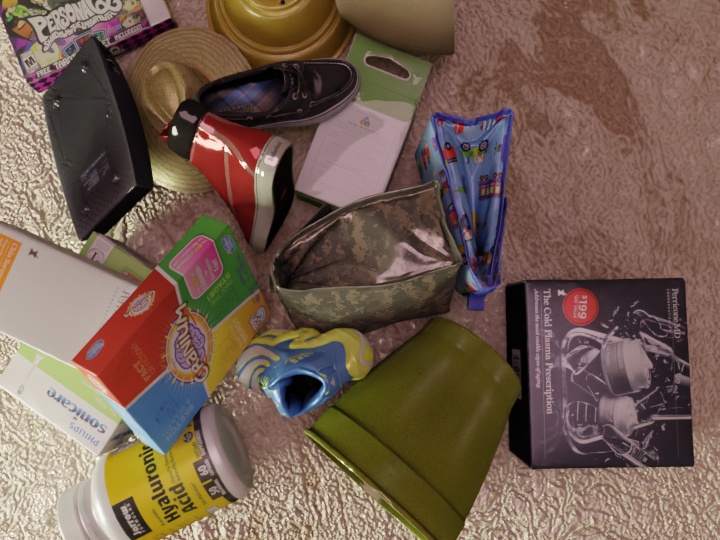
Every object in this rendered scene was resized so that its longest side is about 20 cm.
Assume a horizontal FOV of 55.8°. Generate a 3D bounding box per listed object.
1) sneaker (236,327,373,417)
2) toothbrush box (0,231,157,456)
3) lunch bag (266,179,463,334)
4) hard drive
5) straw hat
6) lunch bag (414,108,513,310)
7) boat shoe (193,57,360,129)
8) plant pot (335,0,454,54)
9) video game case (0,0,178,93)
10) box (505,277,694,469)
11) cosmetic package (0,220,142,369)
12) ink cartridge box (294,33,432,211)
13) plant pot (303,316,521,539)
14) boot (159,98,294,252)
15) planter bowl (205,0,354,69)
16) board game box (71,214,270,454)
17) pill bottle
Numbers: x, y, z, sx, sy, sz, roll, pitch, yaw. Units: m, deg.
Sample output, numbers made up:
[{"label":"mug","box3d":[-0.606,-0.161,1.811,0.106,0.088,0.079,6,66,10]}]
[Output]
[{"label":"sneaker","box3d":[-0.085,0.110,0.737,0.197,0.105,0.077,-17,100,36]},{"label":"toothbrush box","box3d":[-0.291,0.083,0.788,0.144,0.086,0.202,31,85,5]},{"label":"lunch bag","box3d":[0.000,0.000,0.747,0.195,0.165,0.120,-15,69,-2]},{"label":"hard drive","box3d":[-0.305,-0.151,0.790,0.134,0.042,0.204,-33,70,30]},{"label":"straw hat","box3d":[-0.213,-0.195,0.797,0.196,0.085,0.207,0,92,6]},{"label":"lunch bag","box3d":[0.118,-0.057,0.764,0.092,0.151,0.205,-3,85,-2]},{"label":"boat shoe","box3d":[-0.091,-0.200,0.750,0.195,0.066,0.072,-13,85,-11]},{"label":"plant pot","box3d":[0.036,-0.346,0.771,0.131,0.200,0.206,-3,85,7]},{"label":"video game case","box3d":[-0.352,-0.347,0.848,0.196,0.036,0.185,-24,84,-1]},{"label":"box","box3d":[0.265,0.112,0.774,0.177,0.104,0.205,-1,86,-1]},{"label":"cosmetic package","box3d":[-0.324,0.029,0.717,0.196,0.071,0.103,22,85,6]},{"label":"ink cartridge box","box3d":[0.004,-0.165,0.820,0.102,0.059,0.204,21,85,2]},{"label":"plant pot","box3d":[0.072,0.165,0.741,0.199,0.201,0.194,40,74,3]},{"label":"boot","box3d":[-0.148,-0.103,0.753,0.142,0.201,0.073,24,63,5]},{"label":"planter bowl","box3d":[-0.099,-0.342,0.823,0.195,0.083,0.206,0,85,0]},{"label":"board game box","box3d":[-0.187,0.068,0.718,0.040,0.155,0.201,17,56,29]},{"label":"pill bottle","box3d":[-0.229,0.241,0.763,0.197,0.111,0.113,-27,86,-1]}]
